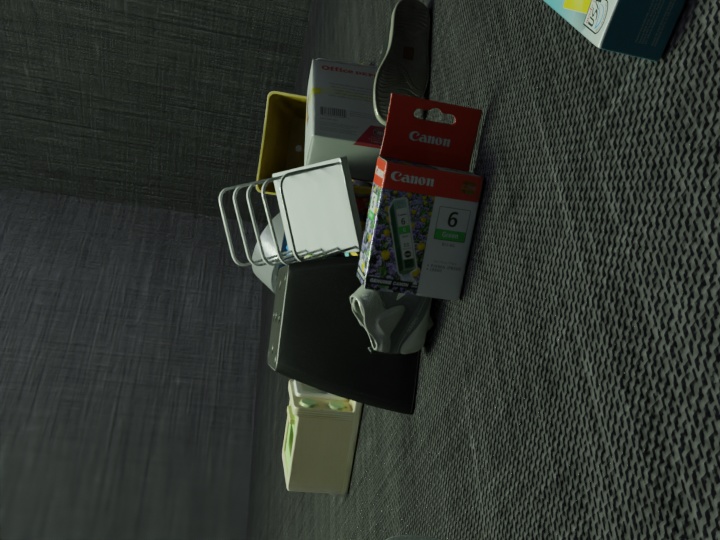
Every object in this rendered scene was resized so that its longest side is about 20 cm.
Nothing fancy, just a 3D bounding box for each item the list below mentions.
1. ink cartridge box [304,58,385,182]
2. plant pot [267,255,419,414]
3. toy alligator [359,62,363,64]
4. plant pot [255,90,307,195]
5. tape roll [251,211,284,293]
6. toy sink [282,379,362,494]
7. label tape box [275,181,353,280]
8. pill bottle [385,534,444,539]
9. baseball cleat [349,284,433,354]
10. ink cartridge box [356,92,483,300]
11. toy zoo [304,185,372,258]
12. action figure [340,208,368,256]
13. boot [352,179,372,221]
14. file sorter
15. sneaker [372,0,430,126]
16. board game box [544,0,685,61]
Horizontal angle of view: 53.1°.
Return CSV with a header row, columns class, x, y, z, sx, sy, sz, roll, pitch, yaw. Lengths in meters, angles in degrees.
class,x,y,z,sx,sy,sz,roll,pitch,yaw
ink cartridge box,-0.016,-0.250,1.193,0.084,0.144,0.201,109,164,-50
plant pot,-0.028,0.072,0.975,0.200,0.176,0.202,168,109,-79
toy alligator,-0.016,-0.390,1.517,0.055,0.059,0.200,58,174,-10
plant pot,-0.097,-0.253,1.517,0.176,0.198,0.202,-80,-1,-82
tape roll,-0.129,-0.044,1.495,0.066,0.200,0.201,38,133,25
toy sink,-0.069,0.252,1.216,0.130,0.111,0.202,-127,46,-73
label tape box,-0.095,-0.084,1.357,0.063,0.199,0.145,36,130,29
pill bottle,0.045,0.338,0.607,0.111,0.110,0.202,-179,96,-78
baseball cleat,0.044,0.002,0.836,0.070,0.105,0.202,-159,71,-64
ink cartridge box,0.067,-0.076,0.761,0.050,0.108,0.202,-121,40,-72
toy zoo,-0.018,-0.069,1.135,0.199,0.020,0.133,11,107,43
action figure,0.000,0.000,1.192,0.065,0.051,0.202,-132,47,-55
boot,-0.003,-0.109,1.268,0.096,0.073,0.200,-51,-1,2
file sorter,-0.110,-0.081,1.100,0.199,0.124,0.140,-2,104,53
sneaker,0.058,-0.285,1.063,0.106,0.074,0.202,119,165,-72
board game box,0.176,-0.254,0.498,0.201,0.046,0.152,-100,21,-55
